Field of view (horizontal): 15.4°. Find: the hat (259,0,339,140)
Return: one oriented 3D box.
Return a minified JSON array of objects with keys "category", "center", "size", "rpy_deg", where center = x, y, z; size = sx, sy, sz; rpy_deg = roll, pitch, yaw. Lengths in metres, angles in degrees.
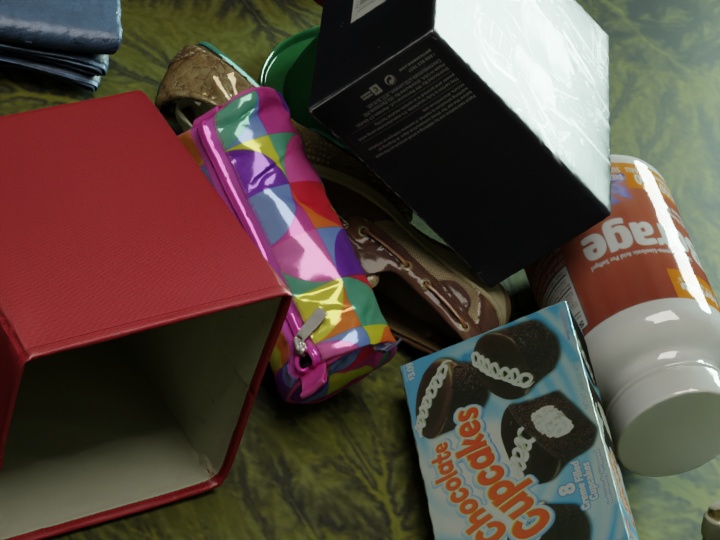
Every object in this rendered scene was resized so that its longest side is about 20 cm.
[{"category":"hat","center":[0.025,-0.171,1.819],"size":[0.199,0.177,0.166],"rpy_deg":[-22,57,-38]}]

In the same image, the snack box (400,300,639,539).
[{"category":"snack box","center":[0.096,0.121,1.613],"size":[0.116,0.037,0.201],"rpy_deg":[-22,47,11]}]

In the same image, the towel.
[{"category":"towel","center":[-0.263,-0.186,1.805],"size":[0.198,0.049,0.112],"rpy_deg":[9,44,-14]}]

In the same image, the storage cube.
[{"category":"storage cube","center":[-0.172,0.027,1.537],"size":[0.199,0.172,0.180],"rpy_deg":[-15,53,-34]}]

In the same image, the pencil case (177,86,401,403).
[{"category":"pencil case","center":[-0.048,-0.014,1.660],"size":[0.088,0.088,0.201],"rpy_deg":[-14,70,-34]}]

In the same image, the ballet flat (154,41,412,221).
[{"category":"ballet flat","center":[-0.057,-0.074,1.784],"size":[0.199,0.071,0.065],"rpy_deg":[35,69,16]}]

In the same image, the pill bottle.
[{"category":"pill bottle","center":[0.177,0.030,1.732],"size":[0.111,0.113,0.201],"rpy_deg":[2,46,-22]}]

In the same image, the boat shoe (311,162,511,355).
[{"category":"boat shoe","center":[0.000,0.000,1.718],"size":[0.199,0.072,0.072],"rpy_deg":[33,41,1]}]

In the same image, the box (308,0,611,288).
[{"category":"box","center":[0.069,-0.129,1.721],"size":[0.182,0.104,0.201],"rpy_deg":[44,31,-28]}]

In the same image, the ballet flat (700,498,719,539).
[{"category":"ballet flat","center":[0.237,0.175,1.645],"size":[0.063,0.076,0.200],"rpy_deg":[11,37,11]}]
